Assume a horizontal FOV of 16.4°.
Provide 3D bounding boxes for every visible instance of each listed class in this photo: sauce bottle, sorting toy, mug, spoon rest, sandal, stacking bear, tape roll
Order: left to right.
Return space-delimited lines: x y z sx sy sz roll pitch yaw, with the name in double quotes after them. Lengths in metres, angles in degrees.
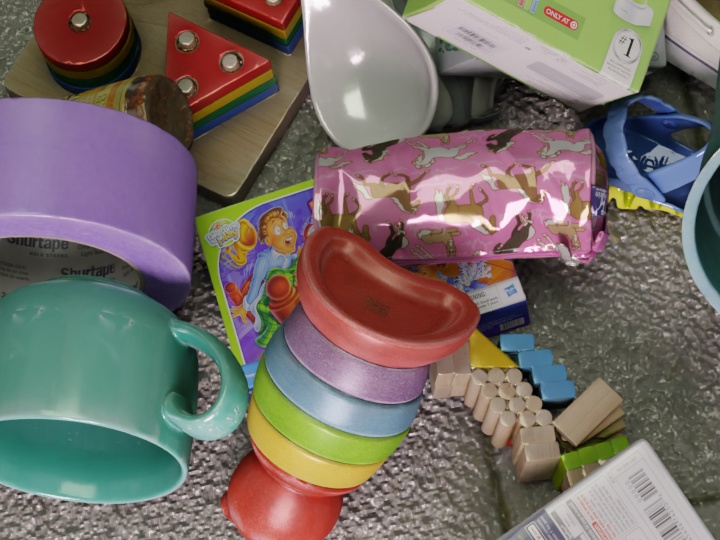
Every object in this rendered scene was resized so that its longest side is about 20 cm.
-0.208 -0.033 1.655 0.199 0.200 0.085 -2 67 7 "tape roll"
-0.210 -0.084 1.720 0.199 0.066 0.066 -14 63 28 "sauce bottle"
-0.166 0.074 1.634 0.184 0.152 0.115 7 64 -4 "mug"
-0.127 -0.178 1.777 0.199 0.070 0.199 26 73 17 "sorting toy"
-0.024 0.094 1.599 0.121 0.114 0.201 28 117 4 "stacking bear"
-0.007 -0.173 1.704 0.099 0.061 0.201 -24 78 31 "spoon rest"
0.235 -0.068 1.674 0.199 0.087 0.080 11 67 10 "sandal"

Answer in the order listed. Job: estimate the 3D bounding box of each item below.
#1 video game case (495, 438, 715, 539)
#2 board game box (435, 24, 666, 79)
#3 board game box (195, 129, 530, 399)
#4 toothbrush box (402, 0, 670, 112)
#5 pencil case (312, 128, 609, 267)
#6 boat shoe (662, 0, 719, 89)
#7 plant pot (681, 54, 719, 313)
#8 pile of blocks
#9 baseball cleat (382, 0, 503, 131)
0.160 0.238 1.556 0.182 0.023 0.200 -34 86 -8 "video game case"
0.127 -0.234 1.714 0.147 0.064 0.201 1 82 -23 "board game box"
0.000 0.000 1.698 0.199 0.045 0.135 -18 66 0 "board game box"
0.135 -0.228 1.635 0.145 0.086 0.201 25 76 -20 "toothbrush box"
0.064 -0.044 1.640 0.199 0.083 0.087 -3 35 6 "pencil case"
0.285 -0.149 1.699 0.200 0.070 0.071 34 44 23 "boat shoe"
0.300 -0.085 1.546 0.199 0.201 0.197 0 40 8 "plant pot"
0.120 0.100 1.634 0.082 0.062 0.200 -38 76 -17 "pile of blocks"
0.055 -0.197 1.760 0.106 0.070 0.201 -10 84 -8 "baseball cleat"
